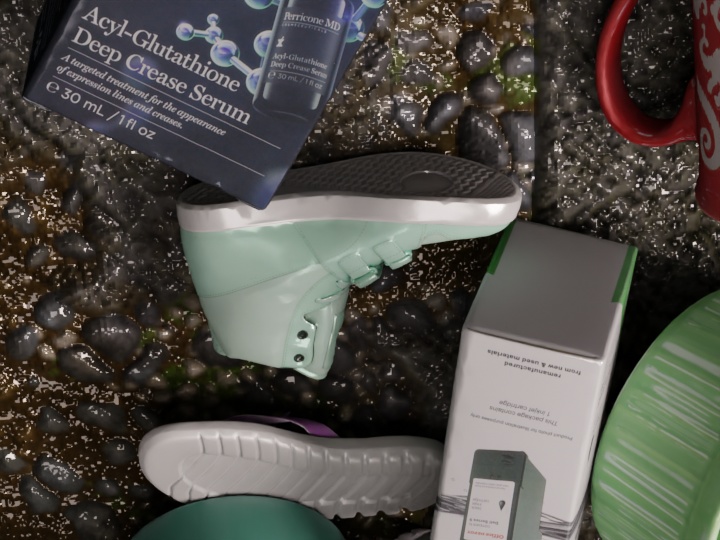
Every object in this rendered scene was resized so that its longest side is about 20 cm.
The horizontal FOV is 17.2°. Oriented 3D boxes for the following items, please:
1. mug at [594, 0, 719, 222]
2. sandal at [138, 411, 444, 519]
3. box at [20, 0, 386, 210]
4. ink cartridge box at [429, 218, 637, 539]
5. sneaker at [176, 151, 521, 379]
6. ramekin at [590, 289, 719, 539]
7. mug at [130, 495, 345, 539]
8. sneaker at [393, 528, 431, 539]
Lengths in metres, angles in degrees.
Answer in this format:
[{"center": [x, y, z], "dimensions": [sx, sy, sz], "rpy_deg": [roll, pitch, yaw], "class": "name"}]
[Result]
[{"center": [0.219, -0.133, 1.299], "dimensions": [0.177, 0.134, 0.201], "rpy_deg": [-10, 116, 0], "class": "mug"}, {"center": [-0.041, 0.115, 1.469], "dimensions": [0.202, 0.050, 0.083], "rpy_deg": [8, 134, -20], "class": "sandal"}, {"center": [-0.071, -0.161, 1.276], "dimensions": [0.148, 0.107, 0.200], "rpy_deg": [24, 114, -15], "class": "box"}, {"center": [0.098, 0.094, 1.399], "dimensions": [0.084, 0.146, 0.201], "rpy_deg": [12, 120, 8], "class": "ink cartridge box"}, {"center": [0.000, 0.000, 1.387], "dimensions": [0.199, 0.074, 0.119], "rpy_deg": [-4, 113, 10], "class": "sneaker"}, {"center": [0.225, 0.107, 1.400], "dimensions": [0.200, 0.098, 0.201], "rpy_deg": [-32, 137, -35], "class": "ramekin"}, {"center": [-0.080, 0.240, 1.476], "dimensions": [0.151, 0.115, 0.185], "rpy_deg": [8, 135, -17], "class": "mug"}, {"center": [0.043, 0.224, 1.444], "dimensions": [0.082, 0.200, 0.075], "rpy_deg": [6, 114, 11], "class": "sneaker"}]
